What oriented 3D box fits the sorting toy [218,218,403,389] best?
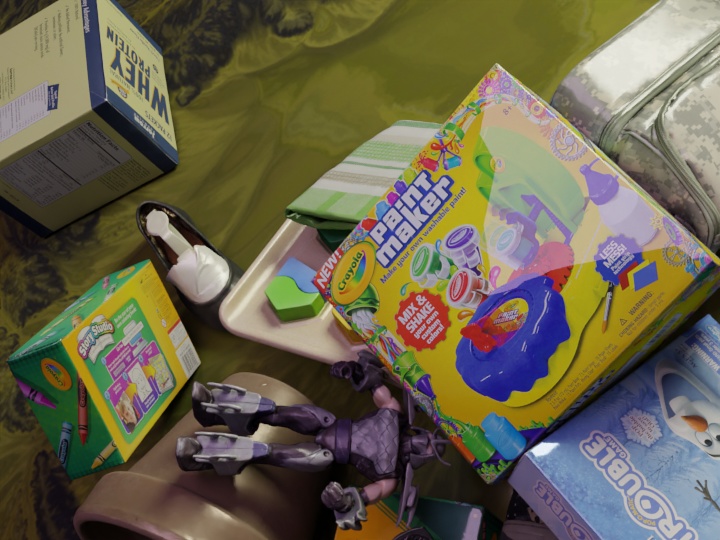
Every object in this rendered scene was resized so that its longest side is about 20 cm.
[{"bbox_3d":[0.000,0.000,0.866,0.199,0.037,0.185,16,55,29],"label":"sorting toy"}]

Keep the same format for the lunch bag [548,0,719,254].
[{"bbox_3d":[0.266,-0.111,0.787,0.200,0.140,0.168,-36,62,-20],"label":"lunch bag"}]

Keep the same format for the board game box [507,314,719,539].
[{"bbox_3d":[0.234,0.151,0.650,0.198,0.043,0.200,-30,65,-29],"label":"board game box"}]

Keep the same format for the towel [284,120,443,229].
[{"bbox_3d":[0.044,-0.082,0.908,0.148,0.031,0.200,10,35,33],"label":"towel"}]

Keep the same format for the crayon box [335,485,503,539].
[{"bbox_3d":[0.029,0.276,0.764,0.118,0.058,0.201,3,66,29],"label":"crayon box"}]

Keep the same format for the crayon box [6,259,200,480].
[{"bbox_3d":[-0.223,0.082,0.909,0.058,0.119,0.200,-19,15,17],"label":"crayon box"}]

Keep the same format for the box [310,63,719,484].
[{"bbox_3d":[0.111,0.004,0.701,0.193,0.122,0.200,47,106,21],"label":"box"}]

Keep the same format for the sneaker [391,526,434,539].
[{"bbox_3d":[-0.006,0.266,0.688,0.080,0.086,0.200,29,80,34],"label":"sneaker"}]

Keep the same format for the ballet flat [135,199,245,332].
[{"bbox_3d":[-0.176,-0.008,1.025,0.068,0.068,0.200,-47,54,-2],"label":"ballet flat"}]

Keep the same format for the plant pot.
[{"bbox_3d":[-0.106,0.187,0.833,0.199,0.201,0.175,8,50,31],"label":"plant pot"}]

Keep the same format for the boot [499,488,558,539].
[{"bbox_3d":[0.208,0.143,0.742,0.202,0.074,0.155,-2,61,25],"label":"boot"}]

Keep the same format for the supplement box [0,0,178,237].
[{"bbox_3d":[-0.339,-0.185,1.163,0.199,0.134,0.201,-25,56,14],"label":"supplement box"}]

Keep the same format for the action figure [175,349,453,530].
[{"bbox_3d":[-0.028,0.124,0.735,0.199,0.070,0.131,3,56,3],"label":"action figure"}]
